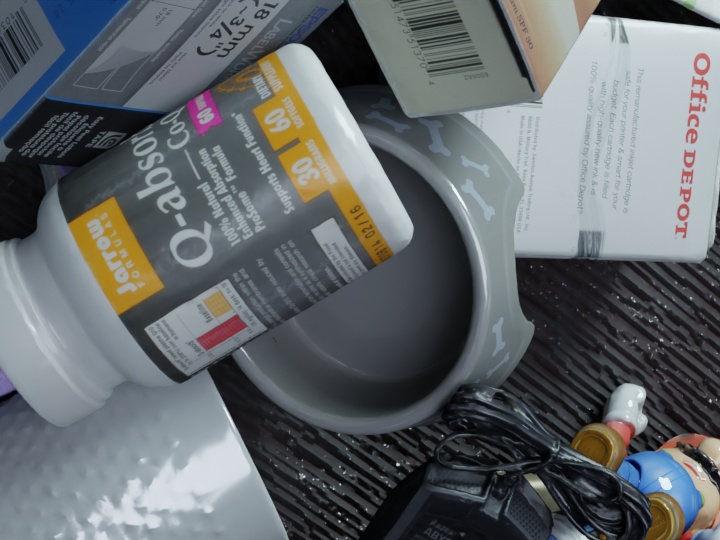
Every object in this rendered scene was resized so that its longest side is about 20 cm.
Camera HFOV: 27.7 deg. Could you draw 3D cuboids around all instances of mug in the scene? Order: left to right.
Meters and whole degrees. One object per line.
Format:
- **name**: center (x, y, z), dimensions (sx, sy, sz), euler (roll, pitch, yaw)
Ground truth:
- **mug**: center (-0.138, 0.149, 0.803), dimensions (0.175, 0.148, 0.201), euler (-26, 113, -9)

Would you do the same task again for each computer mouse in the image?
- **computer mouse**: center (0.055, 0.155, 0.825), dimensions (0.138, 0.053, 0.200), euler (35, 111, -14)

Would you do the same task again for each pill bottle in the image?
- **pill bottle**: center (-0.084, -0.014, 0.712), dimensions (0.199, 0.116, 0.117), euler (-31, 109, 1)

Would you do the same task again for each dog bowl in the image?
- **dog bowl**: center (0.000, 0.000, 0.813), dimensions (0.059, 0.199, 0.201), euler (-27, 114, -60)

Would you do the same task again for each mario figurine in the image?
- **mario figurine**: center (0.195, 0.127, 0.912), dimensions (0.106, 0.200, 0.124), euler (-9, 80, 24)

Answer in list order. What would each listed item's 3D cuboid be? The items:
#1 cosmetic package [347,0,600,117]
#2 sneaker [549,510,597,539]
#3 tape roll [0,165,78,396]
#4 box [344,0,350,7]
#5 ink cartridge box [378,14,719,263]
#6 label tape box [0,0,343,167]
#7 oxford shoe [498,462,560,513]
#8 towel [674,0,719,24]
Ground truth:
- **cosmetic package**: center (0.079, -0.182, 0.765), dimensions (0.104, 0.087, 0.200), euler (59, 45, -32)
- **sneaker**: center (0.089, 0.241, 0.915), dimensions (0.077, 0.076, 0.201), euler (-11, 122, -38)
- **tape roll**: center (-0.229, -0.030, 0.779), dimensions (0.199, 0.066, 0.201), euler (-3, 99, -20)
- **box**: center (0.020, -0.258, 0.842), dimensions (0.082, 0.049, 0.201), euler (30, 87, -22)
- **ink cartridge box**: center (0.115, -0.083, 0.888), dimensions (0.199, 0.084, 0.147), euler (2, 98, -21)
- **label tape box**: center (-0.087, -0.117, 0.728), dimensions (0.144, 0.200, 0.063), euler (-40, 71, 26)
- **oxford shoe**: center (0.053, 0.186, 0.915), dimensions (0.199, 0.075, 0.071), euler (-28, 107, -14)
- **towel**: center (0.249, -0.207, 0.912), dimensions (0.199, 0.023, 0.153), euler (20, 59, -22)
